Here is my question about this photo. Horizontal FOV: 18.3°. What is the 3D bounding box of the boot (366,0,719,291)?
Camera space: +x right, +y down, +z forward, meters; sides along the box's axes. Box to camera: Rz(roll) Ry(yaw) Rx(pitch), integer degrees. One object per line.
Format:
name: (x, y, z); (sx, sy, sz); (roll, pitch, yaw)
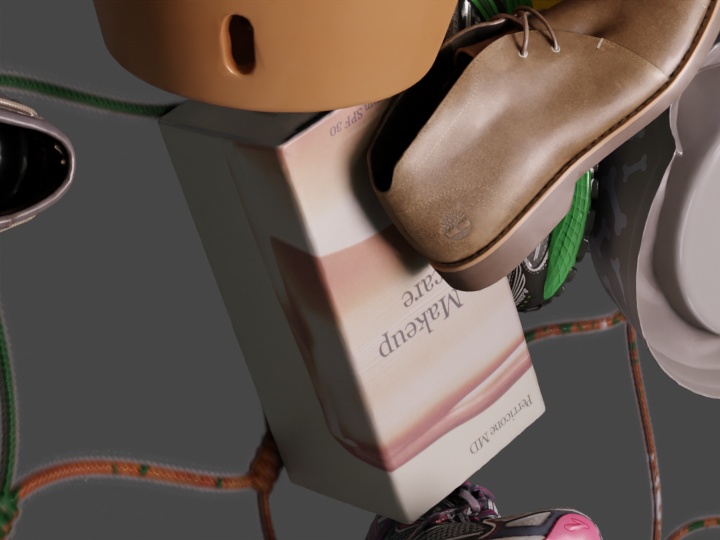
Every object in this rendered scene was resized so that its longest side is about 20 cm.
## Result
boot: (0.083, -0.089, 0.939); (0.200, 0.074, 0.075); (-50, 119, -7)

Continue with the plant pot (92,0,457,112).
plant pot: (-0.032, -0.154, 0.885); (0.200, 0.200, 0.140); (-34, 137, -48)

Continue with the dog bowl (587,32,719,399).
dog bowl: (0.193, -0.039, 1.049); (0.200, 0.059, 0.200); (-18, 126, -27)

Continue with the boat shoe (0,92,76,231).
boat shoe: (-0.178, -0.039, 0.774); (0.200, 0.073, 0.075); (-17, 107, -53)

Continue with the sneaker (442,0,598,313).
sneaker: (0.056, -0.077, 1.021); (0.085, 0.078, 0.200); (-12, 99, -7)

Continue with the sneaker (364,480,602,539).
sneaker: (0.047, 0.128, 1.028); (0.081, 0.200, 0.075); (23, 70, -21)

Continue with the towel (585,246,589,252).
towel: (0.146, -0.074, 1.148); (0.086, 0.165, 0.200); (-59, 136, -27)

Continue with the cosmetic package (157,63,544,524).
cosmetic package: (0.000, 0.000, 1.002); (0.103, 0.087, 0.200); (-39, 125, -30)
